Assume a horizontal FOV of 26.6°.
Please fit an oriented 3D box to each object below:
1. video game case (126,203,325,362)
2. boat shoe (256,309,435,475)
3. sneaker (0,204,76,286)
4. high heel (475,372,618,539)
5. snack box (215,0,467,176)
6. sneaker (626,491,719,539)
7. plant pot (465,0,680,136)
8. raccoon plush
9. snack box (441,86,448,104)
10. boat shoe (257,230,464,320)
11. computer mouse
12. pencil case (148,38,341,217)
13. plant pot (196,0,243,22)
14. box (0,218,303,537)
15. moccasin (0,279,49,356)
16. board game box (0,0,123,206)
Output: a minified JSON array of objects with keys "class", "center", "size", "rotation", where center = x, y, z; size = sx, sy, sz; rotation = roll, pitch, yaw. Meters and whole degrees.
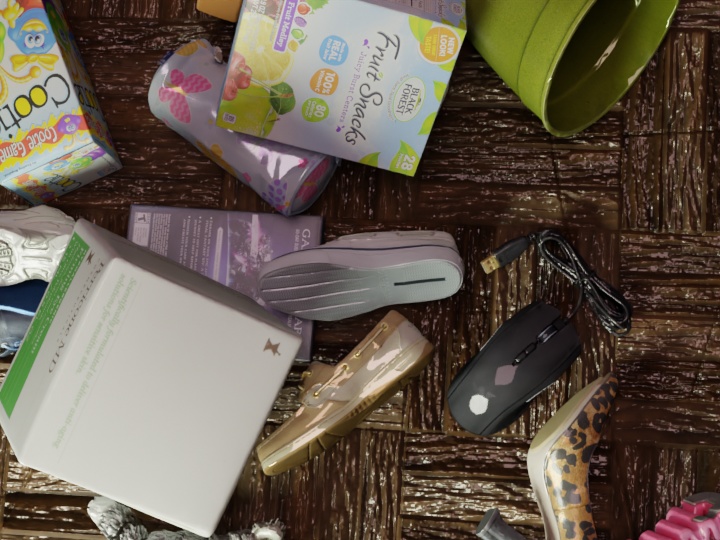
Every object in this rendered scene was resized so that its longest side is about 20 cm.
[{"class":"video game case","center":[-0.138,0.012,1.502],"size":[0.197,0.019,0.145],"rotation":[4,81,8]},{"class":"boat shoe","center":[-0.024,0.114,1.444],"size":[0.199,0.074,0.069],"rotation":[-37,74,-9]},{"class":"sneaker","center":[-0.288,-0.027,1.494],"size":[0.197,0.100,0.079],"rotation":[13,118,1]},{"class":"high heel","center":[0.215,0.208,1.404],"size":[0.142,0.071,0.201],"rotation":[38,80,-4]},{"class":"snack box","center":[-0.019,-0.192,1.396],"size":[0.197,0.170,0.068],"rotation":[12,39,-9]},{"class":"sneaker","center":[0.266,0.280,1.353],"size":[0.198,0.079,0.096],"rotation":[-25,106,-15]},{"class":"plant pot","center":[0.169,-0.265,1.434],"size":[0.193,0.200,0.201],"rotation":[41,87,25]},{"class":"raccoon plush","center":[-0.153,0.247,1.429],"size":[0.134,0.097,0.200],"rotation":[-42,77,-9]},{"class":"snack box","center":[-0.019,-0.183,1.463],"size":[0.197,0.072,0.024],"rotation":[17,41,-9]},{"class":"boat shoe","center":[0.000,0.000,1.464],"size":[0.197,0.074,0.067],"rotation":[-1,35,-1]},{"class":"computer mouse","center":[0.146,0.051,1.440],"size":[0.199,0.046,0.141],"rotation":[-37,78,0]},{"class":"pencil case","center":[-0.114,-0.140,1.493],"size":[0.199,0.083,0.091],"rotation":[38,72,13]},{"class":"plant pot","center":[-0.059,-0.318,1.472],"size":[0.139,0.200,0.202],"rotation":[24,84,-5]},{"class":"box","center":[-0.194,0.094,1.367],"size":[0.198,0.171,0.201],"rotation":[25,92,-26]},{"class":"moccasin","center":[-0.350,0.048,1.491],"size":[0.197,0.081,0.069],"rotation":[3,120,-13]},{"class":"board game box","center":[-0.328,-0.184,1.519],"size":[0.102,0.105,0.202],"rotation":[-22,78,3]}]
